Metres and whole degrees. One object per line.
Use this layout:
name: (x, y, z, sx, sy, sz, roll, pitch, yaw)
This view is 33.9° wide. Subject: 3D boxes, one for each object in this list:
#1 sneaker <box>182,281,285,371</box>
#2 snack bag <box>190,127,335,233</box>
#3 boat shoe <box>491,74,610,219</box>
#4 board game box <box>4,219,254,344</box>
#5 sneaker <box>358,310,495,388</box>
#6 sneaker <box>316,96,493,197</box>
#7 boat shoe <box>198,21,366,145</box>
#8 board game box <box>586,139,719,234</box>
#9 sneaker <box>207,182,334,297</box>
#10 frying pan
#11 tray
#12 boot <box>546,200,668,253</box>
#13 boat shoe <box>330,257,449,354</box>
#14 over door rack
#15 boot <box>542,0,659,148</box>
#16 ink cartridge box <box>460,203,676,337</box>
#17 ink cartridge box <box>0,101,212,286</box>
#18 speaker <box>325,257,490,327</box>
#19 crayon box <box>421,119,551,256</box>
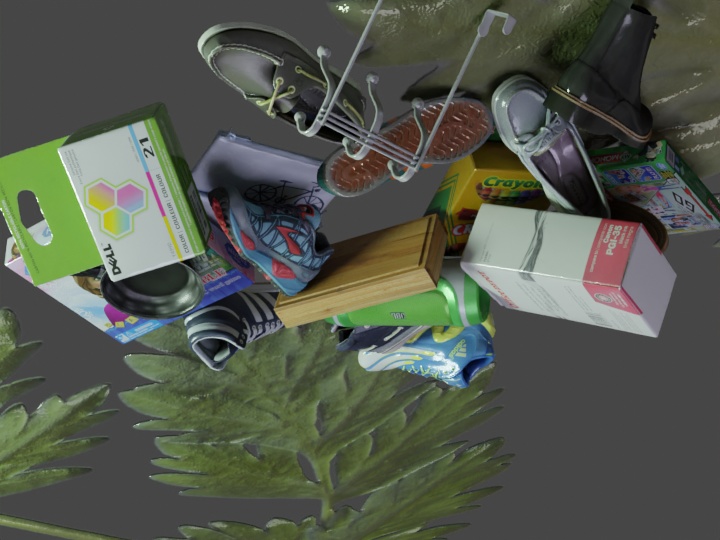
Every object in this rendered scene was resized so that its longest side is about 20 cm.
sneaker: (-0.133, 0.070, 1.469, 0.200, 0.109, 0.070, 11, 141, -33)
snack bag: (-0.121, -0.073, 1.339, 0.188, 0.021, 0.200, 12, 139, -33)
boat shoe: (0.212, -0.127, 1.289, 0.074, 0.065, 0.202, -37, 120, -3)
board game box: (-0.257, -0.010, 1.336, 0.200, 0.041, 0.199, -25, 138, 22)
sneaker: (0.095, 0.119, 1.630, 0.200, 0.105, 0.076, -23, 146, 13)
sneaker: (0.043, -0.136, 1.272, 0.200, 0.072, 0.080, -22, -169, -14)
boat shoe: (-0.070, -0.180, 1.160, 0.201, 0.060, 0.072, 21, 134, -41)
board game box: (0.340, -0.094, 1.424, 0.134, 0.029, 0.200, -6, 156, 35)
sneaker: (-0.095, -0.053, 1.313, 0.095, 0.079, 0.200, -37, 146, 3)
frying pan: (-0.267, 0.015, 1.305, 0.189, 0.031, 0.115, 2, 141, -5)
tray: (0.000, 0.000, 1.382, 0.200, 0.099, 0.037, -16, 125, 26)
boot: (0.327, -0.019, 1.471, 0.155, 0.077, 0.200, 29, 159, -38)
boat shoe: (0.039, 0.051, 1.532, 0.093, 0.075, 0.200, 0, 146, -34)
over door rack: (0.039, -0.199, 1.148, 0.148, 0.067, 0.200, 21, 108, -42)
boot: (0.287, -0.209, 1.246, 0.200, 0.077, 0.139, -2, 124, -58)
ink cartridge box: (0.235, -0.002, 1.340, 0.200, 0.083, 0.146, 11, 163, 35)
ink cartridge box: (-0.268, -0.063, 1.185, 0.199, 0.076, 0.148, -17, 109, 4)
speaker: (0.054, 0.027, 1.448, 0.199, 0.089, 0.088, -1, 151, 19)
crayon box: (0.159, -0.091, 1.387, 0.127, 0.051, 0.200, 0, 144, -20)
